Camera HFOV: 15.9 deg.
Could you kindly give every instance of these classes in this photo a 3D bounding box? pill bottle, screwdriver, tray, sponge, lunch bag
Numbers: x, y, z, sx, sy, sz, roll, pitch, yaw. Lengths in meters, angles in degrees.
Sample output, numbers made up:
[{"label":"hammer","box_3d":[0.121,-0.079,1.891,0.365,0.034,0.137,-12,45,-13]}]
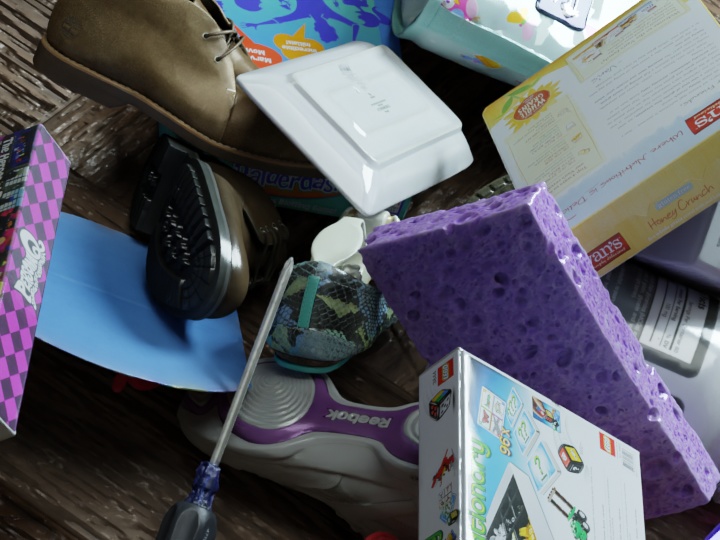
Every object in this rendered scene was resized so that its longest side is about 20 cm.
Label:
[{"label":"pill bottle","box_3d":[0.144,0.055,1.437,0.200,0.116,0.116,24,40,1]},{"label":"screwdriver","box_3d":[-0.072,0.082,1.303,0.029,0.028,0.200,23,73,-25]},{"label":"tray","box_3d":[0.006,-0.091,1.487,0.107,0.022,0.200,45,21,6]},{"label":"sponge","box_3d":[0.094,0.050,1.349,0.200,0.111,0.030,58,40,-20]},{"label":"lunch bag","box_3d":[0.113,-0.173,1.631,0.170,0.122,0.200,26,26,-12]}]

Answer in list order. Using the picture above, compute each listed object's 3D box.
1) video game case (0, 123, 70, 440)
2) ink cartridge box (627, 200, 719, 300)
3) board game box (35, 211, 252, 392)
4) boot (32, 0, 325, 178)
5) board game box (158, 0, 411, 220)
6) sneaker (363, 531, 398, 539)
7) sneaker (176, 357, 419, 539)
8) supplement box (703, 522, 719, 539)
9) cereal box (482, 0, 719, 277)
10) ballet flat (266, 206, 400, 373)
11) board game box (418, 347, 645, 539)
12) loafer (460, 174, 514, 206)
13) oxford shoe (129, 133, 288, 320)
[{"label":"video game case","box_3d":[-0.238,0.029,1.269,0.036,0.181,0.200,54,24,-35]},{"label":"ink cartridge box","box_3d":[0.236,-0.015,1.489,0.200,0.085,0.144,23,-5,-30]},{"label":"board game box","box_3d":[-0.142,0.028,1.375,0.158,0.039,0.200,20,18,-15]},{"label":"boot","box_3d":[-0.083,-0.113,1.474,0.200,0.076,0.074,23,18,-2]},{"label":"board game box","box_3d":[-0.049,-0.120,1.595,0.152,0.045,0.200,9,43,-16]},{"label":"sneaker","box_3d":[0.062,0.174,1.301,0.200,0.078,0.116,0,47,-26]},{"label":"sneaker","box_3d":[-0.008,0.108,1.350,0.200,0.100,0.075,14,43,26]},{"label":"supplement box","box_3d":[0.257,0.211,1.330,0.200,0.103,0.101,35,41,17]},{"label":"cereal box","box_3d":[0.149,-0.079,1.414,0.040,0.144,0.200,52,10,-25]},{"label":"ballet flat","box_3d":[0.000,0.000,1.417,0.074,0.074,0.200,26,17,4]},{"label":"board game box","box_3d":[0.084,0.145,1.222,0.126,0.035,0.200,31,41,-28]},{"label":"loafer","box_3d":[0.143,-0.027,1.569,0.200,0.068,0.076,-17,49,-18]},{"label":"oxford shoe","box_3d":[-0.073,-0.020,1.419,0.084,0.073,0.200,23,17,-15]}]
